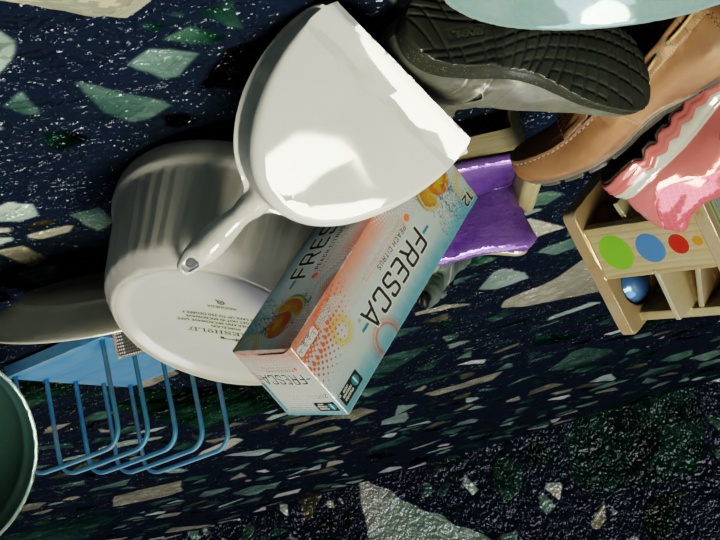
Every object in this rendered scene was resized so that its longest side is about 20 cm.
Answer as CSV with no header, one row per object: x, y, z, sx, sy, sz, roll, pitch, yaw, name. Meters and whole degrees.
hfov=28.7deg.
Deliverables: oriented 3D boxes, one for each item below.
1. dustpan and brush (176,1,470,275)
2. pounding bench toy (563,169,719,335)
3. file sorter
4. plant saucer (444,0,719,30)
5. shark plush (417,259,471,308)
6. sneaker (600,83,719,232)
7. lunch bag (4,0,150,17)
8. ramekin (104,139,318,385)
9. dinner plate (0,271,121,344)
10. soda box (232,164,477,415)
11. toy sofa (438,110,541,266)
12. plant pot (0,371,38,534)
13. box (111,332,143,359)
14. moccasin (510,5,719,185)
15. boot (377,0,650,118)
-0.046,-0.061,0.896,0.200,0.139,0.057,-45,-157,8,dustpan and brush
0.249,-0.066,1.150,0.155,0.201,0.124,-7,-149,48,pounding bench toy
-0.249,0.144,1.487,0.137,0.124,0.199,-22,162,27,file sorter
0.142,-0.184,0.790,0.198,0.039,0.201,-4,171,-1,plant saucer
0.085,-0.011,1.348,0.083,0.091,0.200,-48,152,8,shark plush
0.269,-0.110,1.015,0.200,0.087,0.074,-44,-164,18,sneaker
-0.136,-0.167,0.502,0.162,0.119,0.200,-4,157,-34,lunch bag
-0.095,0.003,1.025,0.199,0.095,0.203,8,146,6,ramekin
-0.217,0.023,1.170,0.197,0.025,0.200,-8,-170,1,dinner plate
0.000,0.000,0.947,0.063,0.201,0.069,-6,132,48,soda box
0.042,-0.051,1.101,0.197,0.099,0.083,-12,165,-1,toy sofa
-0.425,0.166,1.335,0.198,0.204,0.134,-3,-171,-34,plant pot
-0.117,0.033,1.292,0.197,0.045,0.160,-15,179,3,box
0.179,-0.129,0.991,0.201,0.078,0.074,-34,-162,42,moccasin
0.082,-0.128,0.937,0.197,0.069,0.130,8,161,-25,boot
